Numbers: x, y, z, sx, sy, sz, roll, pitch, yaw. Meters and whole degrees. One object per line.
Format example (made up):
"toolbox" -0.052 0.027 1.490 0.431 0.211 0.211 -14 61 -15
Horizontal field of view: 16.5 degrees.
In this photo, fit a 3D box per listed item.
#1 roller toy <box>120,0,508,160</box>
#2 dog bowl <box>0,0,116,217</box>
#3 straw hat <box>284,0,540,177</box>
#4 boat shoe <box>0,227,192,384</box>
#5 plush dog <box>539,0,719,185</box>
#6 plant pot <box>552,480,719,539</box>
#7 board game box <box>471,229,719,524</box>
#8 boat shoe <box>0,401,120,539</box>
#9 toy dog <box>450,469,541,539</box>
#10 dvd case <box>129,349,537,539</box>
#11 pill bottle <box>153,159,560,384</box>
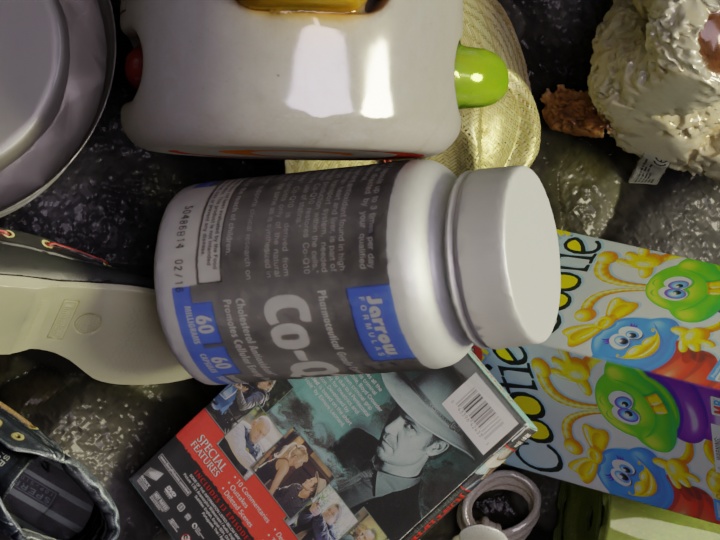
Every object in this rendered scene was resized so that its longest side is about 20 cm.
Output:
"roller toy" -0.038 -0.131 1.308 0.200 0.182 0.140 0 90 -54
"dog bowl" -0.229 -0.112 1.331 0.200 0.059 0.201 0 77 -2
"straw hat" 0.056 -0.077 1.433 0.201 0.085 0.202 -6 100 -39
"boat shoe" -0.161 0.016 1.390 0.201 0.063 0.074 11 128 -34
"plush dog" 0.204 -0.155 1.503 0.200 0.160 0.172 43 61 -46
"plant pot" 0.221 0.162 1.499 0.190 0.200 0.201 8 90 -8
"board game box" 0.153 0.057 1.417 0.105 0.200 0.103 -47 138 -39
"boat shoe" -0.220 0.092 1.362 0.200 0.091 0.071 32 82 -19
"toy dog" 0.033 0.177 1.459 0.200 0.096 0.132 11 89 -21
"dvd case" -0.018 0.104 1.398 0.200 0.022 0.146 -44 65 8
"pill bottle" 0.000 0.000 1.342 0.200 0.114 0.114 -5 97 23
